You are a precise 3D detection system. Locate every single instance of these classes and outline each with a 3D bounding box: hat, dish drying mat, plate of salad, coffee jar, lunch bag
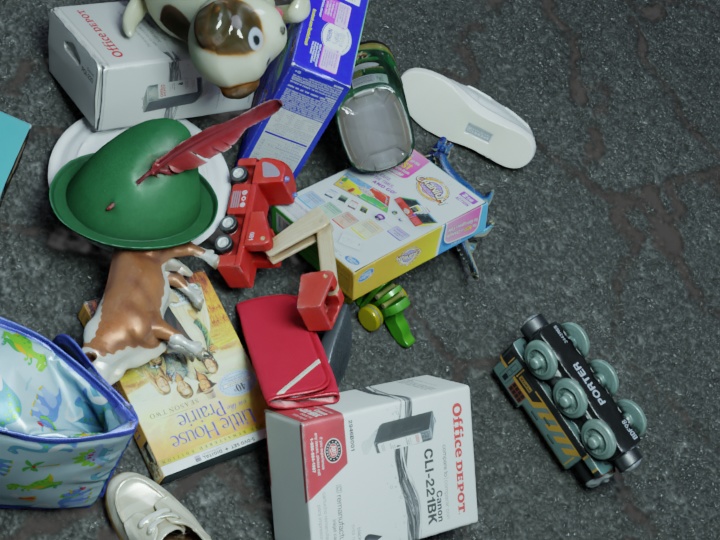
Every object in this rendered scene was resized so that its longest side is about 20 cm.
[{"bbox_3d":[-0.205,-0.138,1.248,0.197,0.177,0.167,-4,43,-22],"label":"hat"},{"bbox_3d":[-0.077,0.078,1.284,0.076,0.018,0.200,-7,29,-11],"label":"dish drying mat"},{"bbox_3d":[-0.240,-0.094,1.370,0.197,0.048,0.202,8,56,-12],"label":"plate of salad"},{"bbox_3d":[0.012,-0.199,1.486,0.084,0.105,0.201,-15,25,5],"label":"coffee jar"},{"bbox_3d":[-0.305,0.135,1.108,0.198,0.170,0.129,23,52,-10],"label":"lunch bag"}]

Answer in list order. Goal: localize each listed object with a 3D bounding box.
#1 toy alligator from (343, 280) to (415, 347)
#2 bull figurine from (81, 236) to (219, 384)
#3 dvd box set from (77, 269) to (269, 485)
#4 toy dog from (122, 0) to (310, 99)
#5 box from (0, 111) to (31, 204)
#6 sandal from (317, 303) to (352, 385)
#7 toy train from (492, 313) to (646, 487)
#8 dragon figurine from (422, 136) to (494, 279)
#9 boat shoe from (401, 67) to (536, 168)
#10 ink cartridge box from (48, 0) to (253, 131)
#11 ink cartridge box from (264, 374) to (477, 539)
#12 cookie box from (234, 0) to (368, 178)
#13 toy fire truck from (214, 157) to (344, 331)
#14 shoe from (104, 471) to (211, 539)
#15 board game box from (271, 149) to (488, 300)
[{"bbox_3d":[0.000,0.000,1.424,0.059,0.054,0.200,-32,77,-38],"label":"toy alligator"},{"bbox_3d":[-0.213,0.041,1.245,0.120,0.065,0.202,18,54,-16],"label":"bull figurine"},{"bbox_3d":[-0.182,0.105,1.279,0.145,0.029,0.201,-15,67,-34],"label":"dvd box set"},{"bbox_3d":[-0.149,-0.276,1.313,0.192,0.141,0.201,-21,48,-12],"label":"toy dog"},{"bbox_3d":[-0.389,-0.060,1.250,0.049,0.082,0.202,22,52,-13],"label":"box"},{"bbox_3d":[-0.049,0.111,1.321,0.042,0.077,0.202,9,50,13],"label":"sandal"},{"bbox_3d":[0.234,0.147,1.408,0.085,0.114,0.201,-25,74,-37],"label":"toy train"},{"bbox_3d":[0.106,-0.069,1.521,0.098,0.059,0.202,19,52,-14],"label":"dragon figurine"},{"bbox_3d":[0.140,-0.206,1.627,0.198,0.073,0.069,24,30,-3],"label":"boat shoe"},{"bbox_3d":[-0.234,-0.238,1.416,0.198,0.086,0.146,-12,42,-34],"label":"ink cartridge box"},{"bbox_3d":[0.014,0.195,1.246,0.198,0.083,0.146,-9,99,-32],"label":"ink cartridge box"},{"bbox_3d":[-0.067,-0.219,1.440,0.074,0.200,0.173,21,53,-14],"label":"cookie box"},{"bbox_3d":[-0.080,-0.034,1.338,0.139,0.049,0.202,-1,57,17],"label":"toy fire truck"},{"bbox_3d":[-0.162,0.262,1.171,0.200,0.053,0.070,48,51,8],"label":"shoe"},{"bbox_3d":[0.022,-0.061,1.422,0.199,0.041,0.153,-27,48,-29],"label":"board game box"}]
